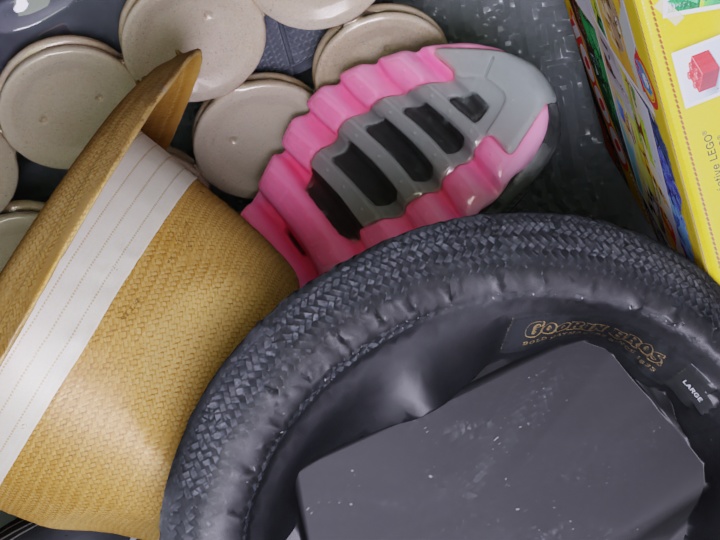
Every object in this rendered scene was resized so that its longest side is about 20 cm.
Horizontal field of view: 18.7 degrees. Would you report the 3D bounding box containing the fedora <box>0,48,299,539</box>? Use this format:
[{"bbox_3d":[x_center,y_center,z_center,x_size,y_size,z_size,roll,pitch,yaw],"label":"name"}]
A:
[{"bbox_3d":[-0.074,0.027,0.682,0.082,0.201,0.201,31,104,-3],"label":"fedora"}]

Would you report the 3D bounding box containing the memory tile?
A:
[{"bbox_3d":[-0.057,-0.037,0.779,0.199,0.017,0.153,-28,128,9],"label":"memory tile"}]

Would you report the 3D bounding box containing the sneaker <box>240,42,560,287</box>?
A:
[{"bbox_3d":[0.000,0.000,0.777,0.200,0.095,0.079,-41,57,20],"label":"sneaker"}]

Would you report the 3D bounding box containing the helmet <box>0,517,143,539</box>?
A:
[{"bbox_3d":[-0.067,0.164,0.751,0.199,0.201,0.191,-15,145,8],"label":"helmet"}]

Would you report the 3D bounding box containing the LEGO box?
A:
[{"bbox_3d":[0.108,-0.093,0.679,0.077,0.149,0.200,-21,125,1],"label":"LEGO box"}]

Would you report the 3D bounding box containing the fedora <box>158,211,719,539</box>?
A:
[{"bbox_3d":[0.032,0.077,0.661,0.200,0.092,0.202,1,87,-14],"label":"fedora"}]

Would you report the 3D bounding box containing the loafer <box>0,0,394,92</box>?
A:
[{"bbox_3d":[-0.088,-0.095,0.778,0.199,0.063,0.072,-17,130,1],"label":"loafer"}]
